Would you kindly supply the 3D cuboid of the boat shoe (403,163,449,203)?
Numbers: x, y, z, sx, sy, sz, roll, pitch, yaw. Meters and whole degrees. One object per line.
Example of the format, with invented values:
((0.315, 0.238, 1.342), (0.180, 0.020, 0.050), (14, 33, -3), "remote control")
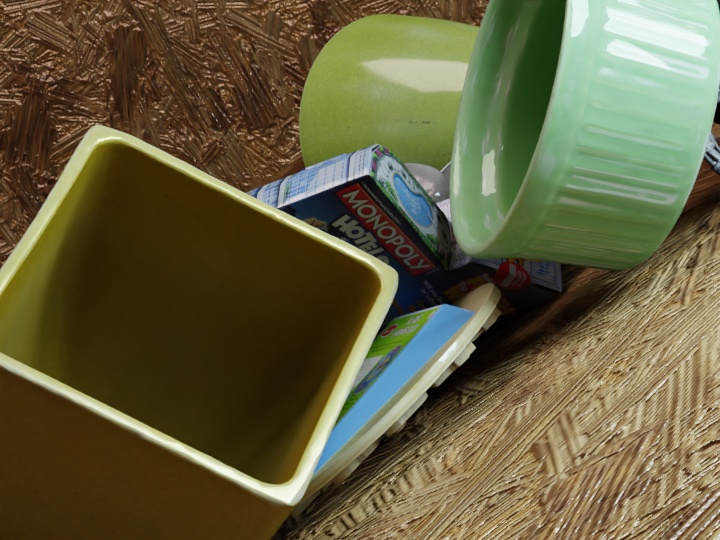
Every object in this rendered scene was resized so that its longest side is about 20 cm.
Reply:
((0.000, 0.000, 1.666), (0.200, 0.073, 0.075), (-36, 37, 35), "boat shoe")

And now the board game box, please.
((0.012, -0.005, 1.558), (0.200, 0.200, 0.062), (-21, 45, 21), "board game box")

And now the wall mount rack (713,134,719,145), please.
((0.203, -0.111, 1.722), (0.200, 0.075, 0.174), (-41, 5, -36), "wall mount rack")

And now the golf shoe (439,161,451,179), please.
((0.082, -0.040, 1.658), (0.077, 0.088, 0.200), (8, -17, -31), "golf shoe")

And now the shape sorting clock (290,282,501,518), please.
((0.009, 0.080, 1.473), (0.200, 0.039, 0.200), (-47, 5, 5), "shape sorting clock")

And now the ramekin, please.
((0.129, -0.095, 1.440), (0.200, 0.098, 0.200), (-167, 90, -78), "ramekin")

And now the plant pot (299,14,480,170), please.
((0.085, -0.116, 1.988), (0.187, 0.187, 0.200), (-40, 23, -30), "plant pot")

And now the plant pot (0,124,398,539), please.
((-0.123, 0.082, 1.406), (0.200, 0.194, 0.196), (-63, 1, 43), "plant pot")

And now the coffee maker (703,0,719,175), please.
((0.233, -0.143, 1.505), (0.192, 0.135, 0.200), (-37, 6, -8), "coffee maker")
